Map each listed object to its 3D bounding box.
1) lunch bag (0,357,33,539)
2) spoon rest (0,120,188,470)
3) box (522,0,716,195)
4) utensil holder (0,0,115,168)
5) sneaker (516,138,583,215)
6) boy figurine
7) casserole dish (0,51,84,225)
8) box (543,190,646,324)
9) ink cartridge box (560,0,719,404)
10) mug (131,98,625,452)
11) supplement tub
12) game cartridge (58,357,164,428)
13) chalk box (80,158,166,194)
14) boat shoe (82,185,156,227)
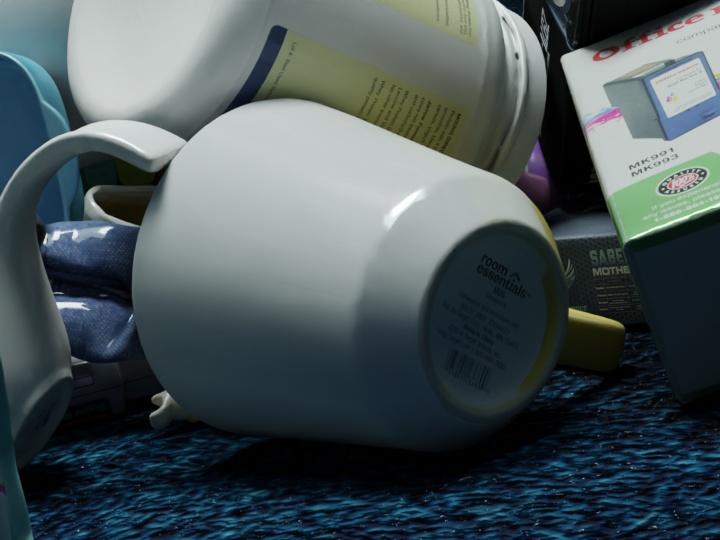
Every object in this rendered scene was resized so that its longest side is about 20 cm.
[{"bbox_3d":[-0.247,0.085,0.944,0.170,0.123,0.199,-20,18,-36],"label":"lunch bag"},{"bbox_3d":[-0.146,0.016,1.088,0.060,0.201,0.099,33,20,11],"label":"spoon rest"},{"bbox_3d":[0.185,-0.134,1.205,0.199,0.086,0.164,-11,-34,-8],"label":"box"},{"bbox_3d":[-0.152,-0.139,1.332,0.199,0.171,0.170,-16,7,28],"label":"utensil holder"},{"bbox_3d":[0.108,-0.045,1.347,0.088,0.081,0.200,0,0,3],"label":"sneaker"},{"bbox_3d":[-0.073,0.017,1.172,0.199,0.125,0.065,6,-23,7],"label":"boy figurine"},{"bbox_3d":[-0.221,-0.053,1.280,0.199,0.122,0.039,-7,11,28],"label":"casserole dish"},{"bbox_3d":[0.187,-0.018,1.200,0.199,0.051,0.158,-5,13,33],"label":"box"},{"bbox_3d":[0.177,-0.047,1.061,0.145,0.088,0.200,-20,25,8],"label":"ink cartridge box"},{"bbox_3d":[0.020,0.002,1.042,0.186,0.150,0.153,-26,24,-33],"label":"mug"},{"bbox_3d":[-0.023,-0.101,1.169,0.199,0.146,0.145,20,-13,-38],"label":"supplement tub"},{"bbox_3d":[-0.196,0.064,1.258,0.199,0.039,0.130,-14,14,-11],"label":"game cartridge"},{"bbox_3d":[-0.083,-0.040,1.439,0.124,0.125,0.200,-6,11,32],"label":"chalk box"},{"bbox_3d":[-0.059,-0.027,1.312,0.201,0.086,0.075,2,36,-22],"label":"boat shoe"}]
